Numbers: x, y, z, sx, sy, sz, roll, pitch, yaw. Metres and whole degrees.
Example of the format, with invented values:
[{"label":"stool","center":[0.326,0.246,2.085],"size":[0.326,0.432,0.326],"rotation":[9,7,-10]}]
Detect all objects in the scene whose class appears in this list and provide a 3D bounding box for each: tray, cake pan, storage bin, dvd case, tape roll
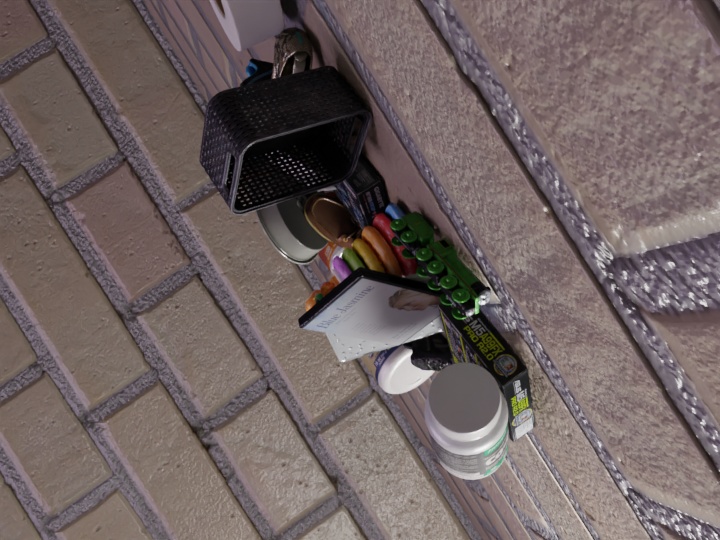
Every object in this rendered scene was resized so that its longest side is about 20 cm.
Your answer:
[{"label":"tray","center":[-0.098,-0.154,1.321],"size":[0.107,0.022,0.200],"rotation":[32,-178,5]},{"label":"cake pan","center":[-0.112,-0.112,1.487],"size":[0.200,0.036,0.203],"rotation":[39,-139,-45]},{"label":"storage bin","center":[-0.099,-0.172,1.138],"size":[0.094,0.198,0.136],"rotation":[53,146,24]},{"label":"dvd case","center":[0.029,0.055,1.237],"size":[0.198,0.142,0.018],"rotation":[14,-131,-40]},{"label":"tape roll","center":[-0.176,-0.407,1.181],"size":[0.203,0.070,0.204],"rotation":[90,154,-73]}]

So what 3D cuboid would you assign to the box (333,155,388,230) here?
[{"label":"box","center":[-0.023,-0.155,1.398],"size":[0.201,0.046,0.159],"rotation":[54,173,30]}]

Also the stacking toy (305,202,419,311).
[{"label":"stacking toy","center":[0.000,0.000,1.289],"size":[0.110,0.199,0.116],"rotation":[55,173,12]}]

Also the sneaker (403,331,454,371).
[{"label":"sneaker","center":[0.135,0.150,1.465],"size":[0.200,0.087,0.076],"rotation":[48,168,52]}]

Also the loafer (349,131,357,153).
[{"label":"loafer","center":[-0.064,-0.238,1.312],"size":[0.200,0.071,0.063],"rotation":[48,146,23]}]

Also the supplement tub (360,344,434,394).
[{"label":"supplement tub","center":[0.052,0.118,1.664],"size":[0.201,0.144,0.145],"rotation":[52,171,34]}]

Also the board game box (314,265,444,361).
[{"label":"board game box","center":[0.042,0.061,1.298],"size":[0.201,0.197,0.026],"rotation":[70,-177,-60]}]

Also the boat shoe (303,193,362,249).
[{"label":"boat shoe","center":[-0.008,-0.065,1.482],"size":[0.199,0.072,0.067],"rotation":[36,170,-24]}]

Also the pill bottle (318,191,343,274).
[{"label":"pill bottle","center":[-0.050,-0.082,1.633],"size":[0.200,0.112,0.113],"rotation":[51,171,38]}]

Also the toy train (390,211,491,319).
[{"label":"toy train","center":[0.102,-0.010,1.131],"size":[0.200,0.056,0.042],"rotation":[52,156,43]}]

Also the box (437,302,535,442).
[{"label":"box","center":[0.186,0.142,1.267],"size":[0.161,0.044,0.201],"rotation":[53,171,35]}]

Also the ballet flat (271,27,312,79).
[{"label":"ballet flat","center":[-0.100,-0.240,1.232],"size":[0.076,0.067,0.202],"rotation":[-115,27,-42]}]

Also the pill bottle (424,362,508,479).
[{"label":"pill bottle","center":[0.146,0.206,1.187],"size":[0.114,0.112,0.201],"rotation":[53,172,28]}]

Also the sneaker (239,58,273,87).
[{"label":"sneaker","center":[-0.162,-0.255,1.380],"size":[0.073,0.081,0.202],"rotation":[127,158,-46]}]
